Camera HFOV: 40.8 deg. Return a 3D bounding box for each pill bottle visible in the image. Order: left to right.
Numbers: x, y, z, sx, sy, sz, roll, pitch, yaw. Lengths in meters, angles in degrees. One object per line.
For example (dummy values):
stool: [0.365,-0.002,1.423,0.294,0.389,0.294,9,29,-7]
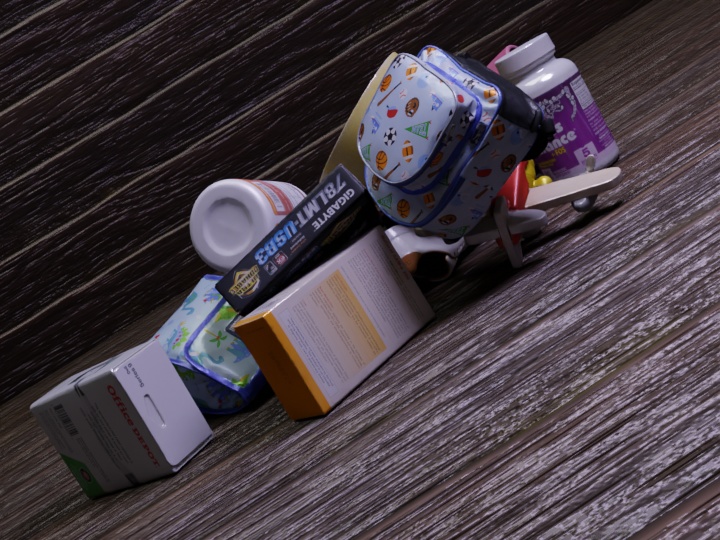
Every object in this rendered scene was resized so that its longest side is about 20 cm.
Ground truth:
pill bottle: [-0.122,-0.057,1.223,0.112,0.113,0.200,-28,-6,19]
pill bottle: [0.270,-0.223,1.354,0.112,0.201,0.112,-30,9,5]

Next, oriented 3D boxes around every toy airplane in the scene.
toy airplane: [0.186,-0.080,1.164,0.199,0.141,0.200,-47,46,-10]

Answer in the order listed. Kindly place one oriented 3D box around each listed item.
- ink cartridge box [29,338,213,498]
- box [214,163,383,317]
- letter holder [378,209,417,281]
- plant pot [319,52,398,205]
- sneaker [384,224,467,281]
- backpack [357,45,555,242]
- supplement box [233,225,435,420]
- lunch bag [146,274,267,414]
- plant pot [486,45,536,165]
ink cartridge box: [-0.297,0.187,1.204,0.199,0.147,0.084,-23,11,40]
box: [-0.065,-0.021,1.152,0.200,0.050,0.199,-44,-12,-1]
letter holder: [0.000,0.000,1.378,0.142,0.101,0.200,-29,9,23]
plant pot: [0.055,-0.160,1.267,0.201,0.141,0.200,-59,-2,-3]
sneaker: [0.111,-0.024,1.297,0.199,0.085,0.073,-16,-32,-40]
backpack: [0.088,-0.137,1.079,0.200,0.153,0.192,52,126,50]
supplement box: [-0.026,0.056,1.078,0.200,0.127,0.073,-37,10,-36]
lunch bag: [-0.172,0.099,1.295,0.199,0.128,0.170,6,46,39]
plant pot: [0.253,-0.243,1.622,0.179,0.200,0.200,-44,2,27]
